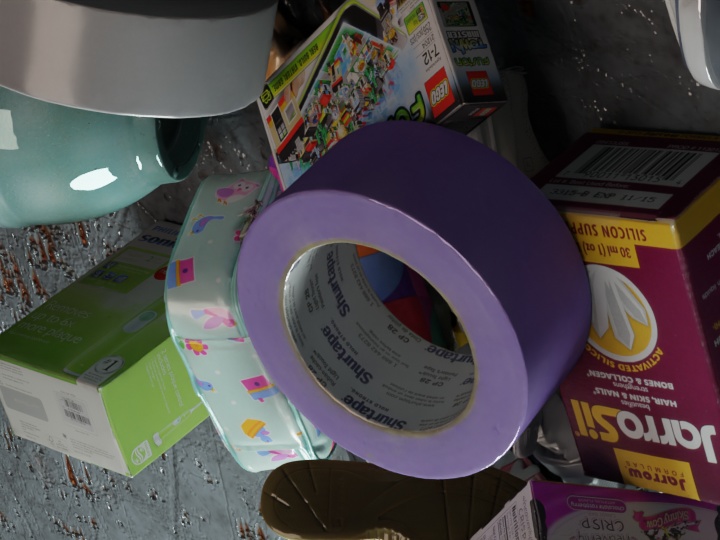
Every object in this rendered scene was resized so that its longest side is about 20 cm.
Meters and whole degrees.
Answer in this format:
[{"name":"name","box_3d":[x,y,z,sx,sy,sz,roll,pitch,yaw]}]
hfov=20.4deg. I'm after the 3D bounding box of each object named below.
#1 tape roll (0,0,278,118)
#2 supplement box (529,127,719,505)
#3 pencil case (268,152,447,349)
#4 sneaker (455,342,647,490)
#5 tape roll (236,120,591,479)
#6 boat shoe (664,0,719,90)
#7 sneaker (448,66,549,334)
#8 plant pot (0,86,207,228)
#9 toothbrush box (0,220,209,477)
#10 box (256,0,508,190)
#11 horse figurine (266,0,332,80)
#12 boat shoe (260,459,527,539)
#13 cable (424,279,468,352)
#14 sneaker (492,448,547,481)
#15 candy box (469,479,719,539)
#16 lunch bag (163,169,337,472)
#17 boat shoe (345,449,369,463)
[{"name":"tape roll","box_3d":[-0.154,-0.161,1.272,0.200,0.200,0.067,25,115,34]},{"name":"supplement box","box_3d":[0.185,0.026,1.202,0.130,0.103,0.201,7,125,44]},{"name":"pencil case","box_3d":[0.000,0.000,1.347,0.088,0.088,0.201,-41,60,55]},{"name":"sneaker","box_3d":[0.120,0.108,1.335,0.075,0.115,0.201,5,124,47]},{"name":"tape roll","box_3d":[0.030,0.019,1.183,0.199,0.085,0.201,22,134,24]},{"name":"boat shoe","box_3d":[0.175,-0.196,1.059,0.065,0.073,0.201,18,123,45]},{"name":"sneaker","box_3d":[0.096,-0.033,1.241,0.075,0.082,0.201,7,110,56]},{"name":"plant pot","box_3d":[-0.188,-0.127,1.443,0.133,0.201,0.201,4,128,13]},{"name":"toothbrush box","box_3d":[-0.165,0.055,1.540,0.145,0.200,0.087,14,129,42]},{"name":"box","box_3d":[0.008,-0.108,1.233,0.200,0.035,0.111,-38,64,51]},{"name":"horse figurine","box_3d":[-0.035,-0.155,1.343,0.199,0.050,0.133,4,117,44]},{"name":"boat shoe","box_3d":[0.034,0.162,1.349,0.199,0.072,0.066,4,171,7]},{"name":"cable","box_3d":[0.052,-0.007,1.398,0.097,0.050,0.201,26,127,58]},{"name":"sneaker","box_3d":[0.107,0.165,1.434,0.200,0.075,0.105,30,144,36]},{"name":"candy box","box_3d":[0.125,0.208,1.279,0.200,0.135,0.061,128,143,-49]},{"name":"lunch bag","box_3d":[-0.064,0.030,1.429,0.077,0.161,0.201,-3,131,23]},{"name":"boat shoe","box_3d":[0.033,0.143,1.414,0.201,0.072,0.063,63,177,-9]}]
